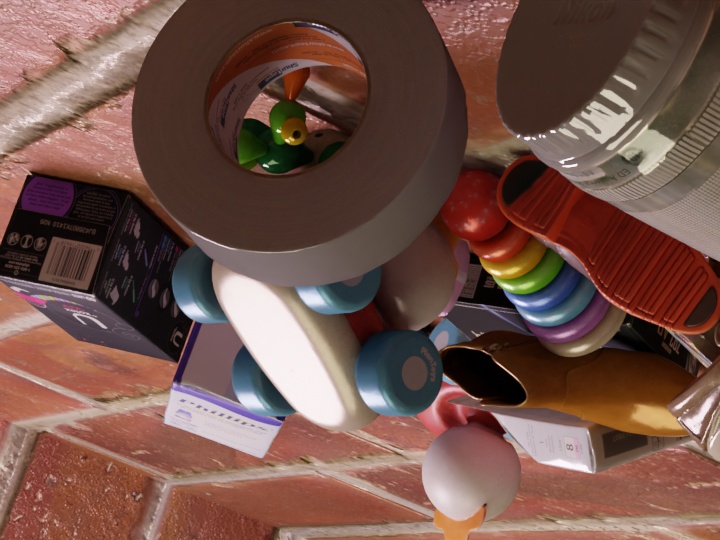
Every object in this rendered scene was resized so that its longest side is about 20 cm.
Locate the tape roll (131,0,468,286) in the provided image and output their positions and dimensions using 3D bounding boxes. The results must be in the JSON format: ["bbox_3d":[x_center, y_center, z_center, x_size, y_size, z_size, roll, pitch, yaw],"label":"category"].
[{"bbox_3d":[-0.037,-0.094,1.315,0.200,0.201,0.066,13,163,19],"label":"tape roll"}]

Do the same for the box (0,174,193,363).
[{"bbox_3d":[-0.247,0.002,2.053,0.122,0.106,0.200,12,164,24],"label":"box"}]

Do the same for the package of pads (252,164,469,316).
[{"bbox_3d":[-0.019,-0.030,1.744,0.200,0.076,0.120,29,163,-33],"label":"package of pads"}]

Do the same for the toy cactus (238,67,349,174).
[{"bbox_3d":[-0.049,-0.095,1.575,0.200,0.103,0.165,3,177,38],"label":"toy cactus"}]

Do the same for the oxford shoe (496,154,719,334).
[{"bbox_3d":[0.187,-0.015,1.514,0.200,0.071,0.073,41,-176,35],"label":"oxford shoe"}]

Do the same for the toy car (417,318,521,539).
[{"bbox_3d":[0.103,0.171,2.065,0.184,0.200,0.177,27,162,-28],"label":"toy car"}]

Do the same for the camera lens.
[{"bbox_3d":[0.193,-0.093,1.132,0.200,0.160,0.160,25,163,-24],"label":"camera lens"}]

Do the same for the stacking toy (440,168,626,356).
[{"bbox_3d":[0.127,-0.011,1.649,0.085,0.086,0.200,5,156,40],"label":"stacking toy"}]

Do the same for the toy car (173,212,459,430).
[{"bbox_3d":[0.000,0.000,1.612,0.184,0.200,0.177,-6,122,50],"label":"toy car"}]

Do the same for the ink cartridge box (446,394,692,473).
[{"bbox_3d":[0.201,0.128,1.907,0.162,0.057,0.200,-15,-172,-34],"label":"ink cartridge box"}]

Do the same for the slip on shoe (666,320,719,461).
[{"bbox_3d":[0.267,0.048,1.432,0.061,0.076,0.200,37,138,15],"label":"slip on shoe"}]

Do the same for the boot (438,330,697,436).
[{"bbox_3d":[0.171,0.098,1.731,0.201,0.071,0.144,17,-167,28],"label":"boot"}]

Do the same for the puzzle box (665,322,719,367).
[{"bbox_3d":[0.261,0.055,1.598,0.133,0.025,0.200,43,-177,-20],"label":"puzzle box"}]

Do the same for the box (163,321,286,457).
[{"bbox_3d":[-0.095,0.054,1.921,0.105,0.184,0.200,21,164,-3],"label":"box"}]

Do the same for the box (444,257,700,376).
[{"bbox_3d":[0.175,0.044,1.839,0.200,0.044,0.160,8,161,31],"label":"box"}]

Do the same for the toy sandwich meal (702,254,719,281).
[{"bbox_3d":[0.332,0.007,1.486,0.205,0.070,0.205,17,164,5],"label":"toy sandwich meal"}]
